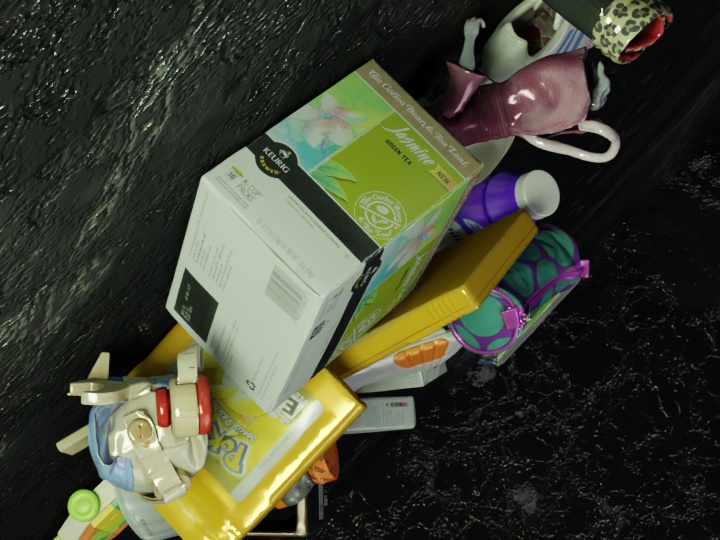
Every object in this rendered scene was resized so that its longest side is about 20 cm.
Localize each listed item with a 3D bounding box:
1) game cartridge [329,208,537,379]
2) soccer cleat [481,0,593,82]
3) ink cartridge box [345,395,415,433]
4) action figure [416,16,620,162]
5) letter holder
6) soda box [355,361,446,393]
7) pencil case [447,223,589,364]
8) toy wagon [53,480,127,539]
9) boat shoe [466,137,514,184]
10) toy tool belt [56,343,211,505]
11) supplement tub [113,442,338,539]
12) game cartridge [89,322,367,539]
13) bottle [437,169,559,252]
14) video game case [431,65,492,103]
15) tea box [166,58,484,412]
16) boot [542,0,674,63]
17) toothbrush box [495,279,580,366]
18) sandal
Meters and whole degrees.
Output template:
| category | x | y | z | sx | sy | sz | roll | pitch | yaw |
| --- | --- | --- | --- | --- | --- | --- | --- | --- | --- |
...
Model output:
| category | x | y | z | sx | sy | sz | roll | pitch | yaw |
| --- | --- | --- | --- | --- | --- | --- | --- | --- | --- |
| game cartridge | 0.063 | 0.024 | 1.288 | 0.199 | 0.033 | 0.176 | -28 | -169 | 38 |
| soccer cleat | 0.199 | -0.246 | 1.337 | 0.200 | 0.070 | 0.087 | -39 | 167 | -29 |
| ink cartridge box | -0.074 | 0.168 | 1.556 | 0.199 | 0.044 | 0.195 | 5 | 169 | -42 |
| action figure | 0.124 | -0.138 | 1.244 | 0.198 | 0.150 | 0.134 | -13 | 156 | 5 |
| letter holder | -0.115 | 0.231 | 1.486 | 0.140 | 0.102 | 0.200 | -2 | 173 | 4 |
| soda box | -0.007 | 0.102 | 1.556 | 0.198 | 0.064 | 0.068 | -9 | -173 | 29 |
| pencil case | 0.163 | 0.019 | 1.437 | 0.200 | 0.092 | 0.086 | -36 | 131 | -54 |
| toy wagon | -0.267 | 0.250 | 1.461 | 0.200 | 0.040 | 0.155 | -44 | 168 | -9 |
| boat shoe | 0.073 | -0.093 | 1.382 | 0.200 | 0.057 | 0.067 | -48 | 133 | -3 |
| toy tool belt | -0.186 | 0.127 | 1.111 | 0.121 | 0.126 | 0.200 | -4 | 166 | -11 |
| supplement tub | -0.127 | 0.176 | 1.309 | 0.198 | 0.124 | 0.123 | -16 | 171 | 7 |
| game cartridge | -0.122 | 0.130 | 1.220 | 0.200 | 0.176 | 0.032 | -47 | 170 | 3 |
| bottle | 0.127 | -0.059 | 1.433 | 0.199 | 0.083 | 0.066 | -17 | -140 | 57 |
| video game case | 0.080 | -0.134 | 1.426 | 0.200 | 0.023 | 0.182 | -39 | 166 | -29 |
| tea box | -0.033 | -0.026 | 1.109 | 0.196 | 0.134 | 0.200 | -40 | 167 | -31 |
| boot | 0.187 | -0.235 | 1.122 | 0.074 | 0.154 | 0.203 | -50 | 168 | 22 |
| toothbrush box | 0.136 | -0.011 | 1.593 | 0.146 | 0.200 | 0.086 | -45 | 168 | 0 |
| sandal | 0.022 | 0.078 | 1.423 | 0.205 | 0.060 | 0.079 | -15 | 159 | -25 |
